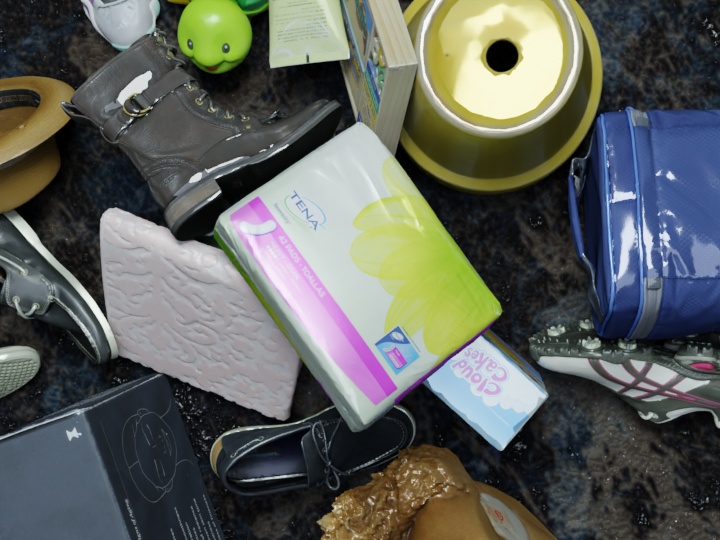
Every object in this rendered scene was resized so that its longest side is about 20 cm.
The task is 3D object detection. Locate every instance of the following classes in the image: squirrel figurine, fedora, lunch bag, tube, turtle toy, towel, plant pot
[{"bbox_3d":[0.054,0.274,0.851,0.200,0.141,0.187,44,107,7],"label":"squirrel figurine"},{"bbox_3d":[-0.351,-0.108,0.871,0.198,0.202,0.083,-11,127,6],"label":"fedora"},{"bbox_3d":[0.246,-0.046,0.790,0.130,0.136,0.203,-2,72,5],"label":"lunch bag"},{"bbox_3d":[-0.054,-0.280,0.792,0.051,0.058,0.203,-10,99,-28],"label":"tube"},{"bbox_3d":[-0.121,-0.281,0.847,0.143,0.101,0.203,7,93,6],"label":"turtle toy"},{"bbox_3d":[-0.141,0.045,0.842,0.197,0.032,0.192,21,139,6],"label":"towel"},{"bbox_3d":[0.113,-0.167,0.785,0.197,0.189,0.204,0,93,5],"label":"plant pot"}]

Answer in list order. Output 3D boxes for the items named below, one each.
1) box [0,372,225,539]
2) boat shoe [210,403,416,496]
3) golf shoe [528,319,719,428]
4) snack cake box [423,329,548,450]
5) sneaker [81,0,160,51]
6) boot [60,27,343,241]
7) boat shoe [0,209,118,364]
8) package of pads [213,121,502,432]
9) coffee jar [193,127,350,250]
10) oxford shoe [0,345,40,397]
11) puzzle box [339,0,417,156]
[{"bbox_3d":[-0.227,0.217,0.833,0.122,0.197,0.203,-20,90,6],"label":"box"},{"bbox_3d":[-0.042,0.170,0.865,0.197,0.062,0.076,-9,106,-7],"label":"boat shoe"},{"bbox_3d":[0.251,0.096,0.840,0.197,0.077,0.089,5,108,11],"label":"golf shoe"},{"bbox_3d":[0.071,0.060,0.835,0.200,0.115,0.067,41,95,2],"label":"snack cake box"},{"bbox_3d":[-0.253,-0.305,0.840,0.077,0.140,0.203,-20,90,6],"label":"sneaker"},{"bbox_3d":[-0.134,-0.139,0.786,0.199,0.069,0.175,-33,75,-15],"label":"boot"},{"bbox_3d":[-0.311,0.022,0.887,0.200,0.072,0.068,45,58,7],"label":"boat shoe"},{"bbox_3d":[0.000,0.000,0.736,0.154,0.068,0.201,-35,84,-18],"label":"package of pads"},{"bbox_3d":[-0.068,-0.061,0.851,0.197,0.086,0.105,-14,52,7],"label":"coffee jar"},{"bbox_3d":[-0.414,0.106,0.917,0.197,0.075,0.058,-19,54,5],"label":"oxford shoe"},{"bbox_3d":[0.002,-0.210,0.788,0.025,0.134,0.202,-10,64,-11],"label":"puzzle box"}]
